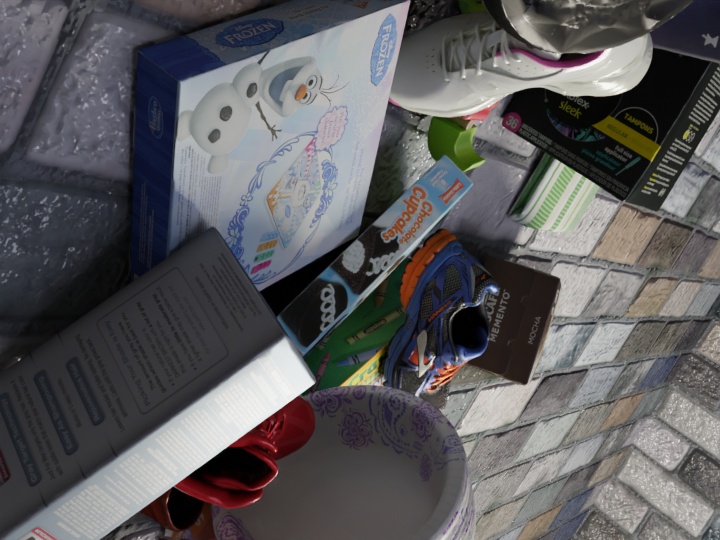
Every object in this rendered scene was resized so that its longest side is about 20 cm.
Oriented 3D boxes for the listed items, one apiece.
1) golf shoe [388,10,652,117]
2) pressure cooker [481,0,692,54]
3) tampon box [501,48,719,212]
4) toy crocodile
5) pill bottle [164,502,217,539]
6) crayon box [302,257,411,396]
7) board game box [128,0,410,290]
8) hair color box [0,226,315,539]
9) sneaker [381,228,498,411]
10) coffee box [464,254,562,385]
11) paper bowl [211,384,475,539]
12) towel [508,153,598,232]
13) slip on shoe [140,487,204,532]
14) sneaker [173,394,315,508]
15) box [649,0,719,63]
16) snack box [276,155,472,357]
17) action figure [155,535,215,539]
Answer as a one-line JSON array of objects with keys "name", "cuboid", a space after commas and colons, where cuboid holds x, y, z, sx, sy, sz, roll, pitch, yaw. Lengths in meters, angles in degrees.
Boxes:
[{"name": "golf shoe", "cuboid": [0.102, -0.157, 0.719, 0.091, 0.197, 0.077, 23, 61, -74]}, {"name": "pressure cooker", "cuboid": [0.117, -0.252, 0.614, 0.177, 0.202, 0.176, 12, 134, -40]}, {"name": "tampon box", "cuboid": [0.261, -0.183, 0.984, 0.126, 0.149, 0.202, 2, 120, -61]}, {"name": "toy crocodile", "cuboid": [0.103, -0.176, 0.822, 0.067, 0.061, 0.202, -10, 129, -56]}, {"name": "pill bottle", "cuboid": [-0.069, 0.264, 0.896, 0.112, 0.199, 0.113, -40, 151, -27]}, {"name": "crayon box", "cuboid": [-0.002, 0.093, 0.970, 0.199, 0.058, 0.120, -39, 149, -30]}, {"name": "board game box", "cuboid": [-0.062, -0.073, 0.680, 0.198, 0.043, 0.202, -30, 145, -40]}, {"name": "hair color box", "cuboid": [-0.137, 0.076, 0.606, 0.199, 0.099, 0.061, -35, 144, -6]}, {"name": "sneaker", "cuboid": [0.071, 0.065, 0.907, 0.075, 0.078, 0.202, -32, 142, -35]}, {"name": "coffee box", "cuboid": [0.163, 0.055, 1.111, 0.200, 0.079, 0.115, 22, 87, -78]}, {"name": "paper bowl", "cuboid": [-0.009, 0.193, 0.799, 0.200, 0.199, 0.106, -37, 132, -31]}, {"name": "towel", "cuboid": [0.246, -0.114, 1.193, 0.199, 0.023, 0.154, -1, 123, -61]}, {"name": "slip on shoe", "cuboid": [-0.122, 0.113, 0.784, 0.074, 0.061, 0.202, -11, 130, -53]}, {"name": "sneaker", "cuboid": [-0.078, 0.125, 0.703, 0.198, 0.115, 0.080, 4, 106, -50]}, {"name": "box", "cuboid": [0.248, -0.265, 0.748, 0.123, 0.196, 0.203, -34, 138, -58]}, {"name": "snack box", "cuboid": [0.000, 0.000, 0.836, 0.200, 0.037, 0.116, -45, 178, -21]}, {"name": "action figure", "cuboid": [-0.183, 0.284, 0.801, 0.200, 0.149, 0.134, -41, 149, 5]}]
